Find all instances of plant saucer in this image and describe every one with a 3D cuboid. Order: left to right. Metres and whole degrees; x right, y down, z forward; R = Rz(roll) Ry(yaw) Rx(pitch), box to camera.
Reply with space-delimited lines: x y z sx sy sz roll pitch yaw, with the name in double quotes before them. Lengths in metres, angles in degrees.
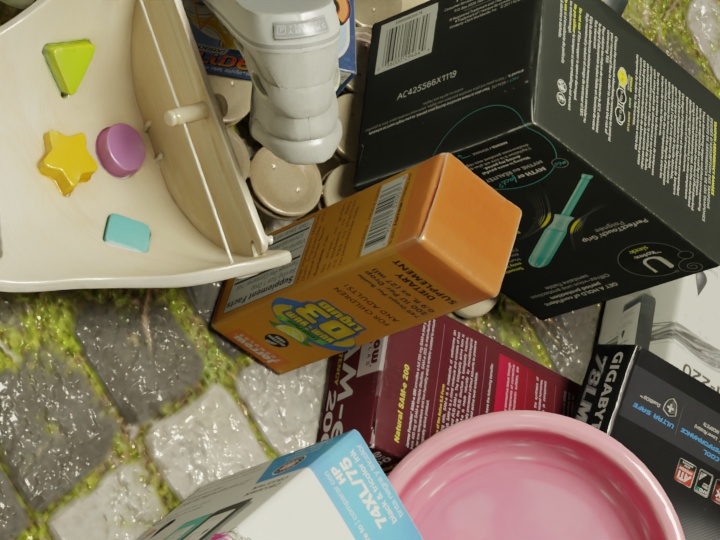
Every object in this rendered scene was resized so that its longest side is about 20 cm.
"plant saucer" 0.095 0.185 1.295 0.199 0.051 0.203 0 81 2

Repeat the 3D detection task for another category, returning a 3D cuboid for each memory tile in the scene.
"memory tile" -0.046 -0.122 1.385 0.152 0.017 0.202 14 63 -22

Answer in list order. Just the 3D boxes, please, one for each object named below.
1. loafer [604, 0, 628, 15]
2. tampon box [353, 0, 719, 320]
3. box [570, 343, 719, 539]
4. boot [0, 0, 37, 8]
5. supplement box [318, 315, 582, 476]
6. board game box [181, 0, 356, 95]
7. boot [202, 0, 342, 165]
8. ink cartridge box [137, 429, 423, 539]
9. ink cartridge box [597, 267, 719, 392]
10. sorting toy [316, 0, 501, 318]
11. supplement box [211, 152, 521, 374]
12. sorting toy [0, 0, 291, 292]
"loafer" 0.157 -0.182 1.559 0.068 0.070 0.202 25 48 -37
"tampon box" 0.117 -0.079 1.386 0.200 0.149 0.127 33 52 -39
"box" 0.201 0.177 1.405 0.199 0.050 0.200 31 71 -30
"boot" -0.164 -0.247 1.303 0.143 0.072 0.202 3 69 -29
"supplement box" 0.071 0.104 1.393 0.199 0.061 0.110 28 57 -32
"board game box" -0.071 -0.217 1.383 0.134 0.034 0.202 9 65 -24
"boot" -0.054 -0.126 1.263 0.073 0.200 0.096 -6 112 -8
"ink cartridge box" -0.068 0.209 1.168 0.200 0.146 0.147 -37 99 -44
"ink cartridge box" 0.241 0.076 1.542 0.145 0.085 0.201 33 56 -27
"sorting toy" 0.058 -0.097 1.479 0.185 0.036 0.201 44 50 -20
"supplement box" 0.000 0.000 1.275 0.066 0.199 0.069 35 57 -26
"sorting toy" -0.163 -0.067 1.235 0.179 0.107 0.202 -17 85 -37
